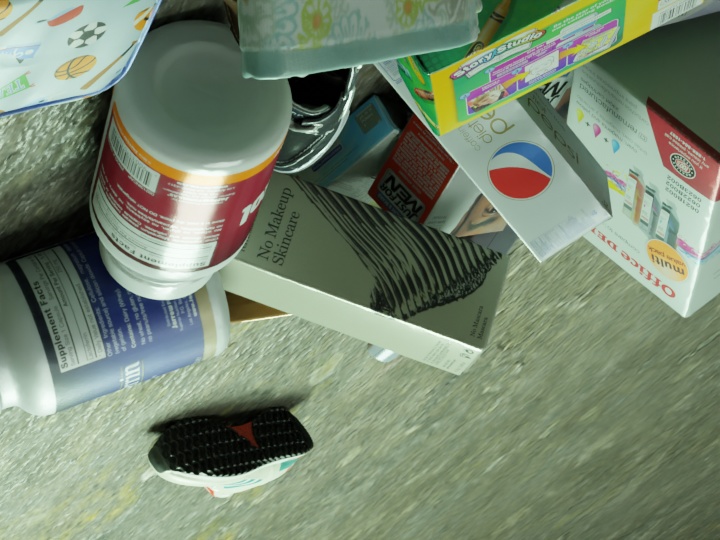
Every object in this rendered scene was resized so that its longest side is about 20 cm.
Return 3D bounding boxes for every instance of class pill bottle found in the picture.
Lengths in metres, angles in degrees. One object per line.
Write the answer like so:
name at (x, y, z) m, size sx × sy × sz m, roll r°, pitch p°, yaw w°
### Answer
pill bottle at (-0.117, -0.065, 1.358) m, size 0.113 × 0.113 × 0.200 m, roll -19°, pitch 158°, yaw -24°
pill bottle at (-0.203, 0.036, 1.475) m, size 0.200 × 0.116 × 0.116 m, roll -19°, pitch 157°, yaw -17°

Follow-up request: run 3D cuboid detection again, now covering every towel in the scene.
towel at (-0.002, -0.196, 1.119) m, size 0.048 × 0.171 × 0.200 m, roll 2°, pitch -168°, yaw 34°

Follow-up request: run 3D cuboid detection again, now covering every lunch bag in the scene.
lunch bag at (-0.209, -0.138, 1.128) m, size 0.200 × 0.076 × 0.160 m, roll -16°, pitch 158°, yaw -33°

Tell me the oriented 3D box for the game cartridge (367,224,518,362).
game cartridge at (0.084, -0.017, 1.684) m, size 0.133 × 0.042 × 0.200 m, roll -35°, pitch -166°, yaw 41°

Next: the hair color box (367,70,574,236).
hair color box at (0.101, -0.118, 1.523) m, size 0.111 × 0.064 × 0.200 m, roll -9°, pitch 140°, yaw -47°

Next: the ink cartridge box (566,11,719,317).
ink cartridge box at (0.248, -0.096, 1.526) m, size 0.145 × 0.145 × 0.200 m, roll -38°, pitch 154°, yaw -22°

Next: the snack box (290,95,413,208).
snack box at (0.026, -0.074, 1.624) m, size 0.116 × 0.037 × 0.200 m, roll -39°, pitch 157°, yaw 21°

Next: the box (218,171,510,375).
box at (0.000, 0.000, 1.492) m, size 0.200 × 0.082 × 0.068 m, roll 19°, pitch 158°, yaw -7°

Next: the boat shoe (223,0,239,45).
boat shoe at (-0.081, -0.190, 1.178) m, size 0.075 × 0.075 × 0.202 m, roll -25°, pitch 147°, yaw -14°

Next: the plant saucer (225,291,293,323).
plant saucer at (-0.049, 0.007, 1.614) m, size 0.200 × 0.038 × 0.200 m, roll -10°, pitch -175°, yaw 1°

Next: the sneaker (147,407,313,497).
sneaker at (-0.136, 0.190, 1.980) m, size 0.200 × 0.070 × 0.093 m, roll -7°, pitch 144°, yaw -50°

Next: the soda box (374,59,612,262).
soda box at (0.090, -0.105, 1.422) m, size 0.064 × 0.200 × 0.068 m, roll -33°, pitch -157°, yaw 20°

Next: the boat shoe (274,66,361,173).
boat shoe at (-0.034, -0.123, 1.356) m, size 0.200 × 0.072 × 0.068 m, roll -58°, pitch -173°, yaw 48°

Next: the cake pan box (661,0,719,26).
cake pan box at (0.204, -0.243, 1.370) m, size 0.200 × 0.052 × 0.184 m, roll -15°, pitch 140°, yaw -18°

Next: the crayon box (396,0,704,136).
crayon box at (0.119, -0.167, 1.283) m, size 0.200 × 0.058 × 0.119 m, roll -27°, pitch 164°, yaw -2°
